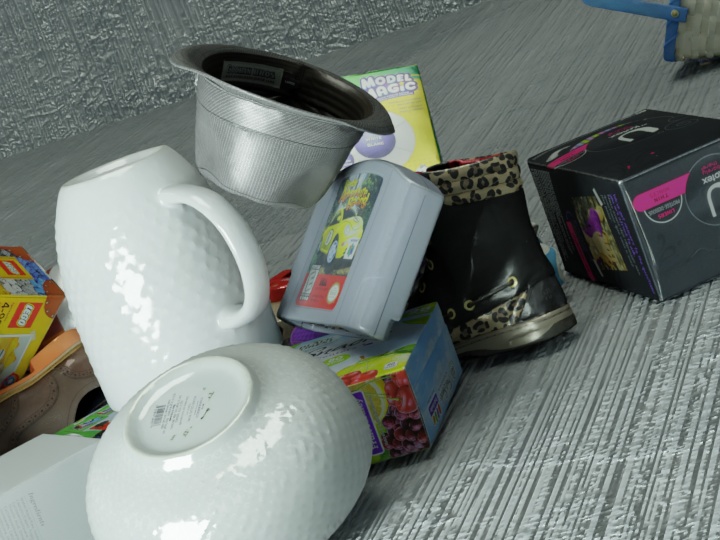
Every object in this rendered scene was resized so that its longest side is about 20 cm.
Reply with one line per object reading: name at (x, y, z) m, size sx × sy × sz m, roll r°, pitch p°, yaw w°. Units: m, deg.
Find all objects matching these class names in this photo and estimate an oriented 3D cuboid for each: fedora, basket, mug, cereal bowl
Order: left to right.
mug at (-0.142, -0.003, 1.612) m, size 0.147 × 0.176 × 0.200 m, roll -29°, pitch 12°, yaw -38°
cereal bowl at (-0.096, 0.118, 1.389) m, size 0.199 × 0.083 × 0.200 m, roll -17°, pitch 37°, yaw 13°
fedora at (-0.067, -0.102, 1.584) m, size 0.176 × 0.091 × 0.200 m, roll 17°, pitch 15°, yaw -5°
basket at (0.369, -0.316, 2.436) m, size 0.199 × 0.140 × 0.176 m, roll 17°, pitch 26°, yaw 17°

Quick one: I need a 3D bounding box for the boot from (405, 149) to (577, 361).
boot at (0.058, -0.004, 1.635) m, size 0.199 × 0.151 × 0.073 m, roll -11°, pitch 8°, yaw 30°

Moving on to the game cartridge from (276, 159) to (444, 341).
game cartridge at (-0.002, -0.017, 1.581) m, size 0.134 × 0.041 × 0.200 m, roll -66°, pitch 19°, yaw -8°

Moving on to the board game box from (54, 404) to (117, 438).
board game box at (-0.153, 0.119, 1.728) m, size 0.200 × 0.037 × 0.151 m, roll -28°, pitch 14°, yaw -34°

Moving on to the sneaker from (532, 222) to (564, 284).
sneaker at (0.112, -0.010, 1.789) m, size 0.080 × 0.077 × 0.200 m, roll -15°, pitch 19°, yaw -8°

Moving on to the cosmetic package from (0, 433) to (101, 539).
cosmetic package at (-0.276, 0.193, 1.533) m, size 0.200 × 0.074 × 0.102 m, roll -26°, pitch 14°, yaw -32°

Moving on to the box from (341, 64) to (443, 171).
box at (0.013, -0.113, 1.941) m, size 0.117 × 0.048 × 0.201 m, roll -11°, pitch 53°, yaw -2°

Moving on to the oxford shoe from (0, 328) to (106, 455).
oxford shoe at (-0.281, 0.136, 1.779) m, size 0.200 × 0.073 × 0.071 m, roll -47°, pitch -16°, yaw -24°

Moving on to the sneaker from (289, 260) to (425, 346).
sneaker at (0.000, 0.000, 1.746) m, size 0.200 × 0.088 × 0.081 m, roll -42°, pitch 24°, yaw 31°

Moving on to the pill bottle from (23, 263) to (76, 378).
pill bottle at (-0.275, 0.059, 1.908) m, size 0.200 × 0.112 × 0.112 m, roll -30°, pitch 10°, yaw 17°

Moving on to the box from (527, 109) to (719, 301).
box at (0.235, -0.057, 1.697) m, size 0.122 × 0.106 × 0.200 m, roll -24°, pitch 14°, yaw -13°

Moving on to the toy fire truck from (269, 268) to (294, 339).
toy fire truck at (-0.068, 0.039, 1.896) m, size 0.199 × 0.049 × 0.141 m, roll -8°, pitch 18°, yaw 40°

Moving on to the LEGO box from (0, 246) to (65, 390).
LEGO box at (-0.362, 0.078, 1.770) m, size 0.149 × 0.200 × 0.077 m, roll 2°, pitch 35°, yaw -51°

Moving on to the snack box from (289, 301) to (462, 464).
snack box at (-0.036, 0.101, 1.550) m, size 0.199 × 0.068 × 0.169 m, roll -16°, pitch 12°, yaw 15°
